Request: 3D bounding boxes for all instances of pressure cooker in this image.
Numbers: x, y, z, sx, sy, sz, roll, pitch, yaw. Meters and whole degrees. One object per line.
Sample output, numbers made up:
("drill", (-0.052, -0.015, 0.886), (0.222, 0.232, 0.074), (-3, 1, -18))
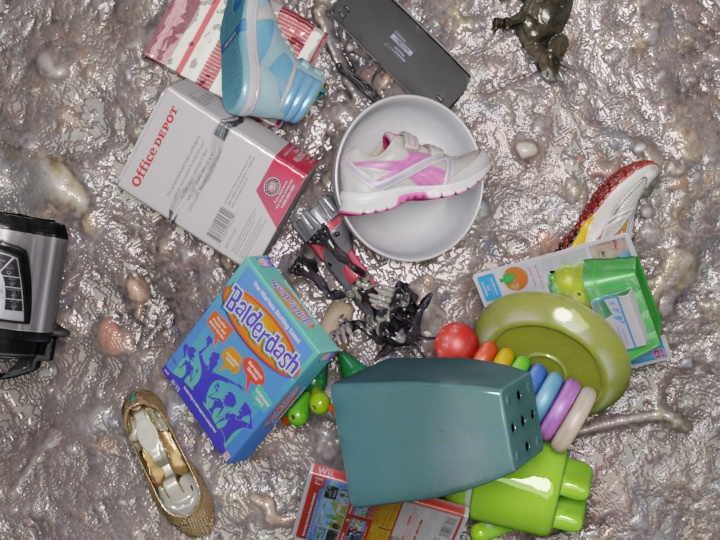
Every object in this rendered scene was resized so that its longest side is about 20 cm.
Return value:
("pressure cooker", (-0.443, 0.029, 1.494), (0.173, 0.178, 0.204), (9, 89, 30))

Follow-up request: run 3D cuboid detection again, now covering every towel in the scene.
("towel", (-0.156, -0.286, 1.578), (0.198, 0.023, 0.146), (29, 87, -2))

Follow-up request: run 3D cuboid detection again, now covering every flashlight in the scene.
("flashlight", (0.000, 0.000, 1.553), (0.068, 0.068, 0.201), (-39, 89, -10))

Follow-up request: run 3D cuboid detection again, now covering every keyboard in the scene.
("keyboard", (0.035, -0.266, 1.582), (0.200, 0.021, 0.127), (44, 83, 1))

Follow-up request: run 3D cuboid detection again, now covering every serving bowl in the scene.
("serving bowl", (0.051, -0.112, 1.544), (0.197, 0.066, 0.204), (0, 90, -19))

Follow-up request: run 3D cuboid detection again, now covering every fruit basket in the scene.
("fruit basket", (0.256, 0.060, 1.508), (0.197, 0.094, 0.187), (-18, 115, 16))

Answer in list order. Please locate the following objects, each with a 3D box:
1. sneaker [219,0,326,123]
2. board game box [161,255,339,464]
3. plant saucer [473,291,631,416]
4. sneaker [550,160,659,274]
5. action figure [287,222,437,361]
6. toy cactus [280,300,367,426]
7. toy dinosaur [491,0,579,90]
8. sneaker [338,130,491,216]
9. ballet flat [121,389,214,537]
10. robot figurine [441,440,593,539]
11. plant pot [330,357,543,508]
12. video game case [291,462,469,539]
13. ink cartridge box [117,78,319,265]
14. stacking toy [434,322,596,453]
("sneaker", (-0.103, -0.268, 1.541), (0.129, 0.079, 0.203), (13, 65, -29))
("board game box", (-0.136, 0.107, 1.495), (0.153, 0.045, 0.201), (50, 116, 21))
("plant saucer", (0.225, 0.112, 1.502), (0.198, 0.201, 0.031), (31, 46, 0))
("sneaker", (0.312, -0.049, 1.560), (0.082, 0.078, 0.202), (33, 98, -4))
("action figure", (0.006, 0.042, 1.478), (0.199, 0.102, 0.119), (39, 116, -1))
("toy cactus", (-0.044, 0.122, 1.542), (0.197, 0.103, 0.167), (10, 63, 24))
("toy dinosaur", (0.227, -0.331, 1.569), (0.101, 0.077, 0.204), (11, 84, -13))
("sneaker", (0.062, -0.124, 1.471), (0.197, 0.081, 0.090), (-13, 95, -20))
("ballet flat", (-0.243, 0.244, 1.544), (0.070, 0.065, 0.202), (-29, 90, -1))
("robot figurine", (0.179, 0.252, 1.517), (0.197, 0.116, 0.178), (12, 111, 12))
("plant pot", (0.095, 0.175, 1.402), (0.197, 0.141, 0.144), (-8, 95, 31))
("video game case", (0.022, 0.307, 1.524), (0.197, 0.144, 0.018), (15, 45, -1))
("ink cartridge box", (-0.173, -0.118, 1.522), (0.198, 0.084, 0.146), (32, 110, 0))
("stacking toy", (0.175, 0.128, 1.474), (0.198, 0.085, 0.086), (32, 89, 10))
